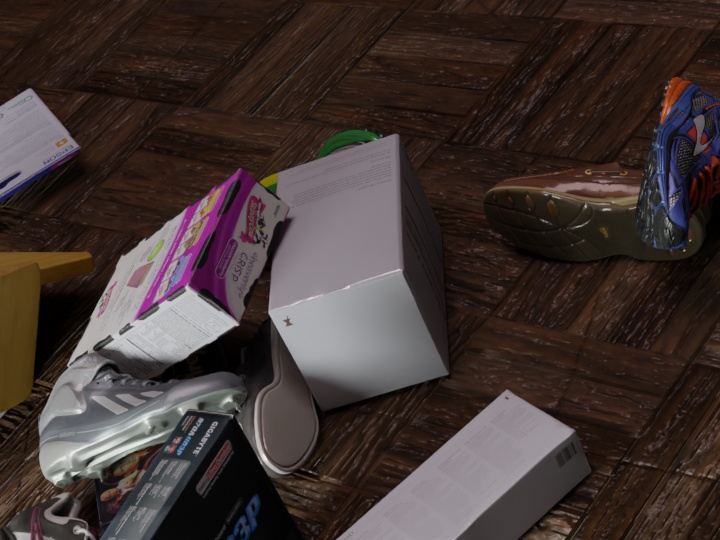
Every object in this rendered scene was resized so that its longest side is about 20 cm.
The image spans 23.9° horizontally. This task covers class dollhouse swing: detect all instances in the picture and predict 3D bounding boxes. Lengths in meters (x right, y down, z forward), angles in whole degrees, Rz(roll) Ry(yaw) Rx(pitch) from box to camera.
[{"bbox_3d":[-0.369,0.064,1.636,0.198,0.175,0.184,0,84,32],"label":"dollhouse swing"}]

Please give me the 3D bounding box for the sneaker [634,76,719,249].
[{"bbox_3d":[0.267,-0.087,1.348,0.078,0.076,0.201,12,43,11],"label":"sneaker"}]

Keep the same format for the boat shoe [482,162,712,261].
[{"bbox_3d":[0.202,-0.053,1.438,0.198,0.072,0.068,4,40,28],"label":"boat shoe"}]

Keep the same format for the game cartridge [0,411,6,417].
[{"bbox_3d":[-0.415,0.139,1.630,0.200,0.042,0.133,-40,41,-17],"label":"game cartridge"}]

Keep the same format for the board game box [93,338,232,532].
[{"bbox_3d":[-0.167,0.139,1.464,0.135,0.035,0.200,-26,35,2],"label":"board game box"}]

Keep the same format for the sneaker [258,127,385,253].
[{"bbox_3d":[-0.034,-0.062,1.574,0.199,0.078,0.085,-28,24,37],"label":"sneaker"}]

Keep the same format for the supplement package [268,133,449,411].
[{"bbox_3d":[0.000,0.000,1.454,0.120,0.120,0.201,-17,36,13],"label":"supplement package"}]

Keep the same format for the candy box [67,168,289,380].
[{"bbox_3d":[-0.157,0.015,1.457,0.199,0.061,0.137,-30,30,45],"label":"candy box"}]

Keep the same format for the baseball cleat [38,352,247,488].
[{"bbox_3d":[-0.188,0.104,1.401,0.199,0.070,0.107,-24,62,16],"label":"baseball cleat"}]

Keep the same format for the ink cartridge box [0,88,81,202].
[{"bbox_3d":[-0.425,-0.112,1.949,0.196,0.044,0.200,-33,37,-10],"label":"ink cartridge box"}]

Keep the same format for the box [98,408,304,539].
[{"bbox_3d":[-0.124,0.226,1.217,0.046,0.160,0.201,3,44,34],"label":"box"}]

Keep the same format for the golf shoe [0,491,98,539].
[{"bbox_3d":[-0.235,0.240,1.337,0.088,0.077,0.200,-41,36,-9],"label":"golf shoe"}]

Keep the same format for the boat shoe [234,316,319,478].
[{"bbox_3d":[-0.075,0.113,1.421,0.057,0.067,0.201,-41,24,26],"label":"boat shoe"}]

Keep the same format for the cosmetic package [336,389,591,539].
[{"bbox_3d":[0.068,0.180,1.242,0.200,0.051,0.082,-39,38,-16],"label":"cosmetic package"}]
